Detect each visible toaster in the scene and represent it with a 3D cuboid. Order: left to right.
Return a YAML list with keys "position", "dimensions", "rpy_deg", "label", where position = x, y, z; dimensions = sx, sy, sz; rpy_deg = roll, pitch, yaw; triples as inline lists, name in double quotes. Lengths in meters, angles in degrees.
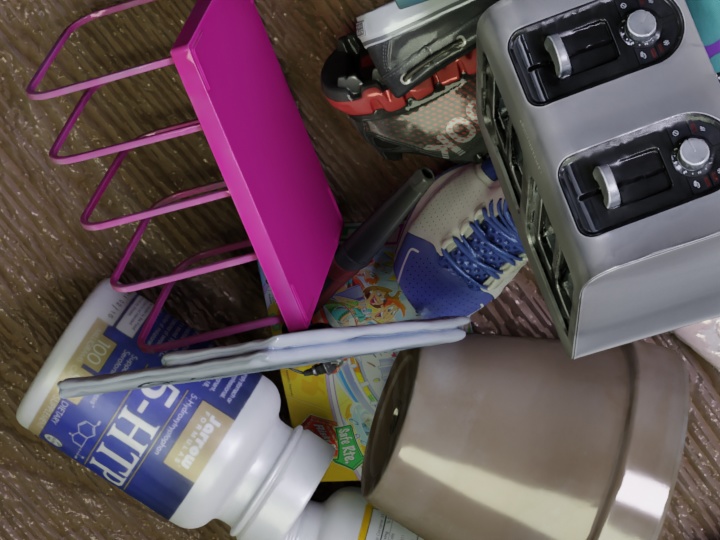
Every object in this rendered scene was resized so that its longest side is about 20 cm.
- position: [0.148, -0.063, 1.539]
  dimensions: [0.118, 0.181, 0.200]
  rpy_deg: [-17, 161, -4]
  label: "toaster"

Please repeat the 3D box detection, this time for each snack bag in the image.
- position: [-0.062, 0.053, 1.694]
  dimensions: [0.200, 0.188, 0.021]
  rpy_deg: [-11, 87, 43]
  label: "snack bag"

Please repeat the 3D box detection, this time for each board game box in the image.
- position: [0.011, 0.057, 1.846]
  dimensions: [0.134, 0.034, 0.201]
  rpy_deg: [-3, 125, 12]
  label: "board game box"

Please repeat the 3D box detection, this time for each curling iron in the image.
- position: [0.000, 0.000, 1.759]
  dimensions: [0.050, 0.026, 0.200]
  rpy_deg: [41, 128, 10]
  label: "curling iron"

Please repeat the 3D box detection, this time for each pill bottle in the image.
- position: [-0.123, 0.106, 1.835]
  dimensions: [0.200, 0.120, 0.120]
  rpy_deg: [32, 125, -2]
  label: "pill bottle"
- position: [0.025, 0.217, 1.916]
  dimensions: [0.199, 0.104, 0.104]
  rpy_deg: [16, 127, -1]
  label: "pill bottle"

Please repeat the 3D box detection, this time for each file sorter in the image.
- position: [-0.112, -0.067, 1.698]
  dimensions: [0.125, 0.139, 0.200]
  rpy_deg: [-14, 115, 18]
  label: "file sorter"

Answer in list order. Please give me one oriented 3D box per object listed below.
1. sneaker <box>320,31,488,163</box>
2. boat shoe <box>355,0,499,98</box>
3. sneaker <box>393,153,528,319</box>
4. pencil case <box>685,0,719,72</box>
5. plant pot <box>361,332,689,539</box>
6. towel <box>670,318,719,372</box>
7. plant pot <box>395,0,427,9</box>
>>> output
- position: [0.080, -0.120, 1.685]
  dimensions: [0.200, 0.071, 0.098]
  rpy_deg: [-14, 129, 15]
  label: "sneaker"
- position: [0.098, -0.158, 1.599]
  dimensions: [0.199, 0.070, 0.066]
  rpy_deg: [-21, 93, 3]
  label: "boat shoe"
- position: [0.097, -0.037, 1.692]
  dimensions: [0.081, 0.115, 0.199]
  rpy_deg: [42, 110, -11]
  label: "sneaker"
- position: [0.231, -0.142, 1.557]
  dimensions: [0.092, 0.085, 0.201]
  rpy_deg: [-18, 122, -5]
  label: "pencil case"
- position: [0.099, 0.123, 1.765]
  dimensions: [0.173, 0.200, 0.200]
  rpy_deg: [17, 127, -9]
  label: "plant pot"
- position: [0.274, -0.007, 1.754]
  dimensions: [0.200, 0.032, 0.191]
  rpy_deg: [37, 124, -16]
  label: "towel"
- position: [0.080, -0.261, 1.510]
  dimensions: [0.160, 0.201, 0.201]
  rpy_deg: [-10, 124, 5]
  label: "plant pot"
